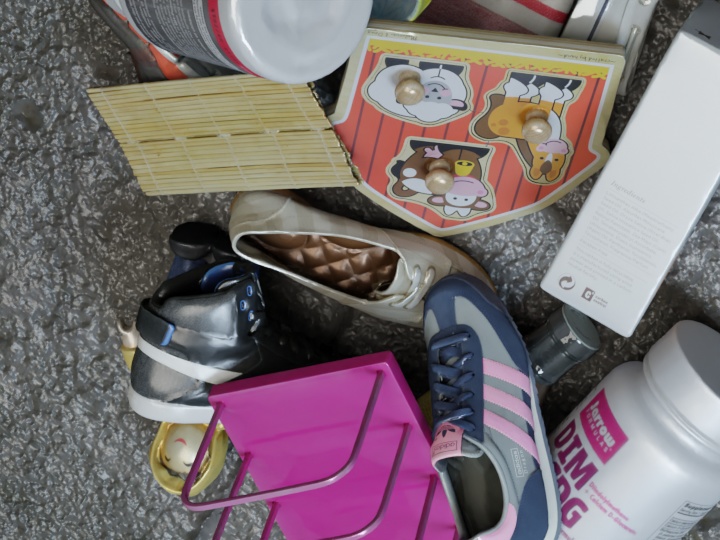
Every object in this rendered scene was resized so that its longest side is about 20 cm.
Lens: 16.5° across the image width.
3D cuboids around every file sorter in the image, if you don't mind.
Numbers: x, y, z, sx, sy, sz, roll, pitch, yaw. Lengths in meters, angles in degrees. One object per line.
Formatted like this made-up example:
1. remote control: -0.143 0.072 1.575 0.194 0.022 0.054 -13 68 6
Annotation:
1. file sorter: -0.016 0.180 1.664 0.138 0.126 0.201 -12 122 25

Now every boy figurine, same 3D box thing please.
1. boy figurine: -0.121 0.067 1.798 0.123 0.064 0.202 15 108 10

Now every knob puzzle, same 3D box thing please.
1. knob puzzle: 0.070 -0.081 1.649 0.218 0.031 0.220 1 143 0

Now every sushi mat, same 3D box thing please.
1. sushi mat: -0.093 -0.092 1.685 0.199 0.012 0.096 -1 126 39

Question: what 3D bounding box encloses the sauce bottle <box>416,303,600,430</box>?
1. sauce bottle: 0.082 0.096 1.738 0.200 0.065 0.065 -40 92 26

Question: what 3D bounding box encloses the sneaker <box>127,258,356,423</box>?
1. sneaker: -0.058 0.048 1.724 0.198 0.073 0.113 0 114 -18

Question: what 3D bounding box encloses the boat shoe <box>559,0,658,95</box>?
1. boat shoe: 0.191 -0.202 1.602 0.065 0.072 0.201 28 115 3

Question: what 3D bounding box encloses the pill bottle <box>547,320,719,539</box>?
1. pill bottle: 0.184 0.135 1.690 0.113 0.113 0.200 42 114 1

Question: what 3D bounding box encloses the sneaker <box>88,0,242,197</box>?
1. sneaker: -0.130 -0.126 1.733 0.200 0.077 0.082 46 121 0

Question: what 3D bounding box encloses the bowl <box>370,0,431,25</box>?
1. bowl: 0.003 -0.264 1.587 0.108 0.200 0.200 -43 91 -19

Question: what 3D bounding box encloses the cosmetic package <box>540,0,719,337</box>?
1. cosmetic package: 0.200 -0.068 1.626 0.071 0.101 0.201 29 115 6

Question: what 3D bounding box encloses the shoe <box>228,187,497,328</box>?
1. shoe: 0.000 0.000 1.722 0.199 0.053 0.070 20 114 -5

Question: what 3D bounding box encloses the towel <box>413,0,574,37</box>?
1. towel: 0.090 -0.238 1.650 0.143 0.023 0.201 26 113 8

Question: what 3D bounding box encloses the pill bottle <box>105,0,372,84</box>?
1. pill bottle: -0.090 -0.188 1.600 0.199 0.110 0.112 20 119 52

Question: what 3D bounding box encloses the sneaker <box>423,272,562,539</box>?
1. sneaker: 0.075 0.096 1.653 0.070 0.082 0.201 -28 73 35
